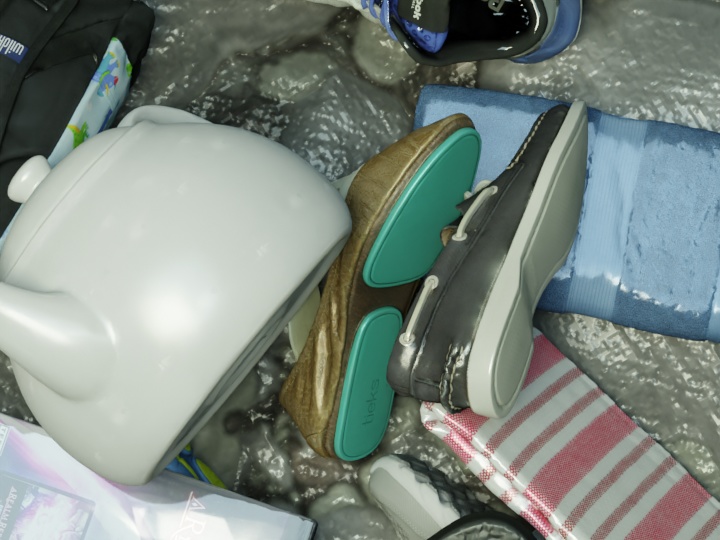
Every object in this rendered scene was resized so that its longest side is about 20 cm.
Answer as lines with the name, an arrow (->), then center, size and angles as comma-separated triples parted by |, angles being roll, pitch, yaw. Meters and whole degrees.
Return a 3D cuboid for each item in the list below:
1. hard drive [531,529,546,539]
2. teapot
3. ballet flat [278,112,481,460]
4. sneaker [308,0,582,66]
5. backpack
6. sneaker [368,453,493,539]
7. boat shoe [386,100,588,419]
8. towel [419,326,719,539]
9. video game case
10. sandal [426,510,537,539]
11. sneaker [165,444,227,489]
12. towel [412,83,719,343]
hard drive -> 0.147, 0.211, 1.467 | 0.033, 0.140, 0.200 | -39, 81, 26
teapot -> -0.108, -0.005, 1.433 | 0.146, 0.200, 0.197 | 39, 77, 3
ballet flat -> 0.000, 0.000, 1.509 | 0.072, 0.068, 0.200 | 33, 118, 34
sneaker -> 0.019, -0.160, 1.527 | 0.199, 0.115, 0.081 | 20, 101, 4
backpack -> -0.215, -0.058, 1.515 | 0.163, 0.154, 0.200 | 17, 55, 2
sneaker -> 0.056, 0.183, 1.501 | 0.082, 0.075, 0.200 | -38, 73, 13
boat shoe -> 0.068, -0.010, 1.462 | 0.060, 0.074, 0.200 | 8, 53, 19
towel -> 0.123, 0.118, 1.483 | 0.200, 0.146, 0.030 | 44, 115, 8
video game case -> -0.138, 0.161, 1.468 | 0.200, 0.019, 0.143 | 18, 81, 6
sandal -> 0.003, 0.183, 1.425 | 0.200, 0.048, 0.075 | -28, 96, 10
sneaker -> -0.092, 0.154, 1.518 | 0.083, 0.071, 0.200 | -42, 84, 13
towel -> 0.120, -0.030, 1.548 | 0.200, 0.049, 0.112 | 12, 81, 2
